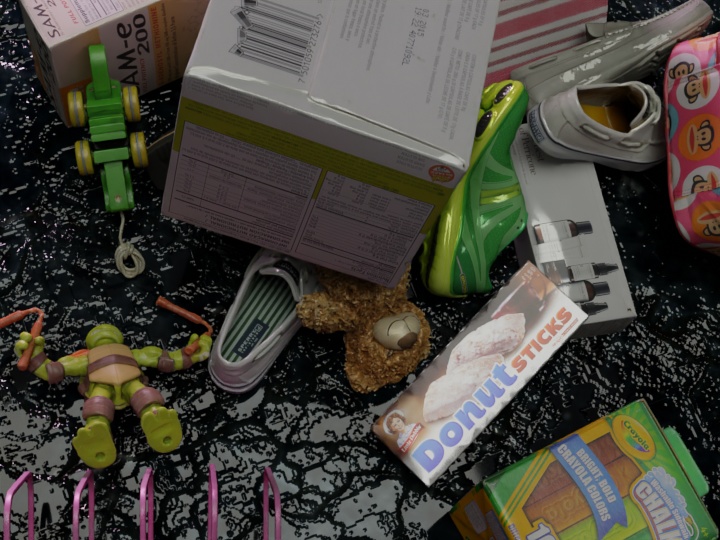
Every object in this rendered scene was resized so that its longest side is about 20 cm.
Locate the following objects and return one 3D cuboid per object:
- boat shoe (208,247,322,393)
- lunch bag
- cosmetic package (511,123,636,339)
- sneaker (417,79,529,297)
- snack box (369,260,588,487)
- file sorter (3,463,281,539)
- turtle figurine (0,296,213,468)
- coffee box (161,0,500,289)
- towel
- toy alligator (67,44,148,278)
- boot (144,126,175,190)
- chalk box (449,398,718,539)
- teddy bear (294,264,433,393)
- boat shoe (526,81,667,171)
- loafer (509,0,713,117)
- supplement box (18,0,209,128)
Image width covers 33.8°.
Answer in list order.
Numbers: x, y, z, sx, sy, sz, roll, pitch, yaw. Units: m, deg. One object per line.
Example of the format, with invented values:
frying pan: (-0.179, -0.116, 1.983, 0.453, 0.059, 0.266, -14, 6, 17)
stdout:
boat shoe: (-0.064, 0.014, 1.022, 0.073, 0.067, 0.201, 24, 67, 1)
lunch bag: (0.356, -0.108, 1.100, 0.176, 0.082, 0.202, 16, 69, -44)
cosmetic package: (0.184, -0.039, 1.089, 0.082, 0.051, 0.201, -8, 70, -12)
sneaker: (0.110, -0.071, 1.053, 0.083, 0.074, 0.201, 11, 106, -22)
snack box: (0.101, 0.088, 1.014, 0.072, 0.024, 0.200, 43, 85, 9)
file sorter: (-0.156, 0.213, 0.872, 0.198, 0.139, 0.127, 0, 91, -8)
turtle figurine: (-0.208, 0.090, 0.956, 0.199, 0.065, 0.162, 1, 31, -21)
coffee box: (-0.023, -0.138, 0.899, 0.199, 0.198, 0.201, 17, 61, -5)
towel: (0.165, -0.266, 1.103, 0.145, 0.201, 0.030, -20, 47, -15)
toy alligator: (-0.215, -0.096, 1.034, 0.059, 0.054, 0.202, -8, 106, -8)
boot: (-0.110, -0.159, 1.095, 0.199, 0.078, 0.139, -20, 47, 1)
chalk box: (0.195, 0.193, 0.959, 0.199, 0.124, 0.125, -25, 74, -16)
teddy bear: (0.000, 0.000, 1.004, 0.144, 0.067, 0.201, 1, 73, -50)
boat shoe: (0.242, -0.140, 1.087, 0.199, 0.070, 0.071, 2, 66, -39)
loafer: (0.237, -0.209, 1.123, 0.199, 0.070, 0.070, -28, 77, 0)
supplement box: (-0.196, -0.225, 1.064, 0.199, 0.126, 0.074, -28, 70, -17)
